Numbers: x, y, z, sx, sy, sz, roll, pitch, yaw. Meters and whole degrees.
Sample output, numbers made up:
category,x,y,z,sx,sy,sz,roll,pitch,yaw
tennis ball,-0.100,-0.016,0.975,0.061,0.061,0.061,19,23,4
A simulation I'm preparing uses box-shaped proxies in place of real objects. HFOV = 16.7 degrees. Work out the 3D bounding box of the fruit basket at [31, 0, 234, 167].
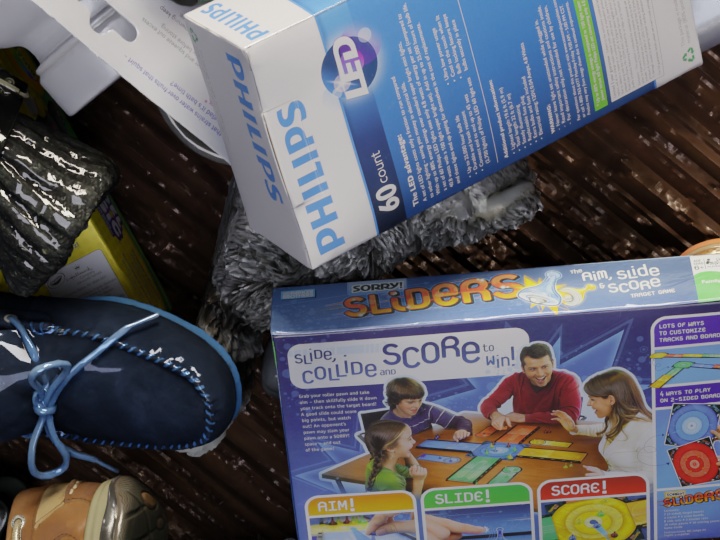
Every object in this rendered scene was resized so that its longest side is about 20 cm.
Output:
category,x,y,z,sx,sy,sz,roll,pitch,yaw
fruit basket,-0.065,-0.175,0.998,0.185,0.094,0.201,38,80,-29

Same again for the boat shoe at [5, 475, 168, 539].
category,x,y,z,sx,sy,sz,roll,pitch,yaw
boat shoe,-0.136,0.190,1.086,0.073,0.076,0.201,3,75,16

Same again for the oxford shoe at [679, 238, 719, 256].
category,x,y,z,sx,sy,sz,roll,pitch,yaw
oxford shoe,0.196,0.081,1.134,0.071,0.073,0.201,-21,106,14

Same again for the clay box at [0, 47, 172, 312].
category,x,y,z,sx,sy,sz,roll,pitch,yaw
clay box,-0.186,-0.038,1.146,0.114,0.048,0.201,-24,104,14

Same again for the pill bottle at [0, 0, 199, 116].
category,x,y,z,sx,sy,sz,roll,pitch,yaw
pill bottle,-0.154,-0.171,1.051,0.113,0.113,0.200,-36,97,17

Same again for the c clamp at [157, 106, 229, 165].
category,x,y,z,sx,sy,sz,roll,pitch,yaw
c clamp,-0.039,-0.148,1.102,0.170,0.027,0.201,-14,107,10

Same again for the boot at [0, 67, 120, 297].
category,x,y,z,sx,sy,sz,roll,pitch,yaw
boot,-0.179,-0.058,1.007,0.158,0.211,0.079,44,97,-3

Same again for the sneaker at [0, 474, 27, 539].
category,x,y,z,sx,sy,sz,roll,pitch,yaw
sneaker,-0.147,0.185,1.199,0.086,0.080,0.200,-35,104,26

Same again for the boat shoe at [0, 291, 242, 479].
category,x,y,z,sx,sy,sz,roll,pitch,yaw
boat shoe,-0.150,0.053,1.087,0.199,0.069,0.085,5,114,26

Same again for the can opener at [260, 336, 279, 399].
category,x,y,z,sx,sy,sz,roll,pitch,yaw
can opener,0.054,0.053,1.161,0.199,0.053,0.067,17,82,0

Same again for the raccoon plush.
category,x,y,z,sx,sy,sz,roll,pitch,yaw
raccoon plush,0.000,0.000,1.107,0.133,0.097,0.201,15,123,-7

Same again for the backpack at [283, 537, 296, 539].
category,x,y,z,sx,sy,sz,roll,pitch,yaw
backpack,-0.012,0.219,1.138,0.152,0.200,0.177,-4,110,11

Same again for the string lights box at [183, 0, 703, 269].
category,x,y,z,sx,sy,sz,roll,pitch,yaw
string lights box,0.038,-0.094,1.000,0.199,0.059,0.103,-27,121,-19

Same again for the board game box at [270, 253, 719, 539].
category,x,y,z,sx,sy,sz,roll,pitch,yaw
board game box,0.065,0.063,1.077,0.198,0.035,0.136,-4,125,2

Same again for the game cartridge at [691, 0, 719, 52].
category,x,y,z,sx,sy,sz,roll,pitch,yaw
game cartridge,0.129,-0.194,1.065,0.133,0.041,0.201,-25,105,18
